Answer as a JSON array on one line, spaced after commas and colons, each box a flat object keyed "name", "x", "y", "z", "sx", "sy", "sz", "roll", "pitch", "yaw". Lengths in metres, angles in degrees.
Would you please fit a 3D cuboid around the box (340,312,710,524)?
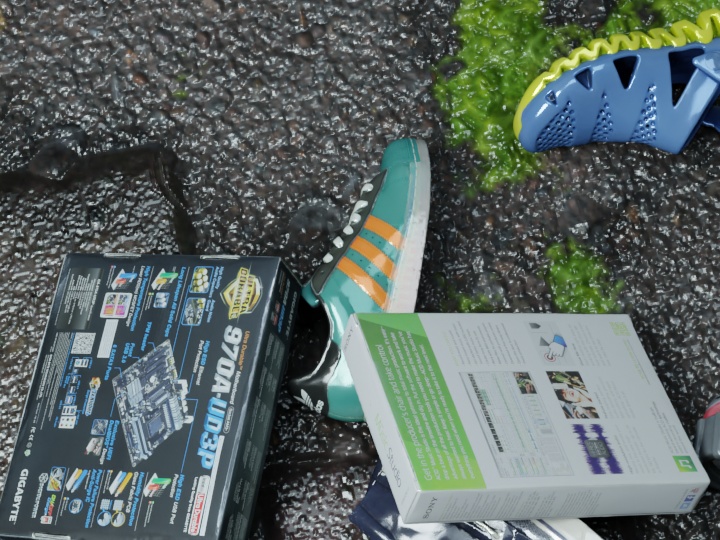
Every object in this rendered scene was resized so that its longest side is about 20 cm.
[{"name": "box", "x": 0.099, "y": 0.087, "z": 1.191, "sx": 0.199, "sy": 0.036, "sz": 0.145, "roll": 2, "pitch": 44, "yaw": -23}]

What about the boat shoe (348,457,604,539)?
[{"name": "boat shoe", "x": 0.085, "y": 0.175, "z": 1.200, "sx": 0.200, "sy": 0.075, "sz": 0.093, "roll": 36, "pitch": 86, "yaw": 17}]

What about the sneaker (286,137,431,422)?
[{"name": "sneaker", "x": 0.000, "y": 0.000, "z": 1.272, "sx": 0.079, "sy": 0.071, "sz": 0.201, "roll": 10, "pitch": 67, "yaw": 1}]

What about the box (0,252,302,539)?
[{"name": "box", "x": -0.133, "y": 0.086, "z": 1.227, "sx": 0.158, "sy": 0.046, "sz": 0.201, "roll": 0, "pitch": 64, "yaw": 21}]

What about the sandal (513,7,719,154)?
[{"name": "sandal", "x": 0.201, "y": -0.117, "z": 1.320, "sx": 0.199, "sy": 0.080, "sz": 0.088, "roll": -18, "pitch": 70, "yaw": -5}]

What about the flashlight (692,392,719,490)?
[{"name": "flashlight", "x": 0.262, "y": 0.044, "z": 1.254, "sx": 0.067, "sy": 0.068, "sz": 0.201, "roll": 24, "pitch": 62, "yaw": -16}]
